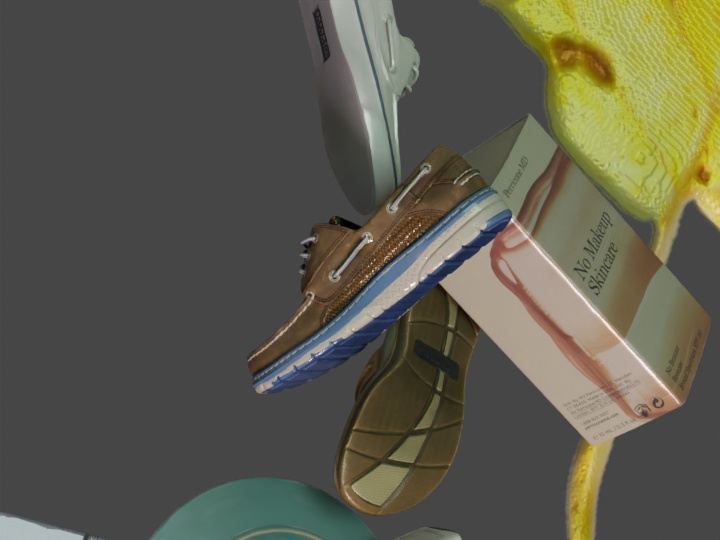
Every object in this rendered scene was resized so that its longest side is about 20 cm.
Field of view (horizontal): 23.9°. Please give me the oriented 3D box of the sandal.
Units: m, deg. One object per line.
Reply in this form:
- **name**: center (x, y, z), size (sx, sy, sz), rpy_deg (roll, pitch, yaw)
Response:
- **sandal**: center (0.028, 0.076, 1.125), size (0.080, 0.054, 0.201), rpy_deg (36, 53, -24)

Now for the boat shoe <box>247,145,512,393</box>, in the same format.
- **boat shoe**: center (0.000, 0.000, 1.078), size (0.200, 0.072, 0.072), rpy_deg (-38, 77, 10)

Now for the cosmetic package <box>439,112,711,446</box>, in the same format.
- **cosmetic package**: center (0.136, 0.007, 1.151), size (0.200, 0.087, 0.103), rpy_deg (45, 42, -14)

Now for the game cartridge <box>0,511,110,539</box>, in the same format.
- **game cartridge**: center (-0.233, 0.199, 0.979), size (0.199, 0.038, 0.130), rpy_deg (19, 70, -24)

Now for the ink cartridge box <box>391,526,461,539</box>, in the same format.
- **ink cartridge box**: center (-0.007, 0.282, 1.047), size (0.199, 0.047, 0.198), rpy_deg (-14, 99, -35)

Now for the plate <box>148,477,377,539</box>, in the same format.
- **plate**: center (-0.055, 0.230, 1.069), size (0.199, 0.026, 0.201), rpy_deg (5, 80, -28)

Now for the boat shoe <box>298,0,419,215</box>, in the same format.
- **boat shoe**: center (0.008, -0.139, 1.131), size (0.065, 0.074, 0.201), rpy_deg (-9, 87, -24)
